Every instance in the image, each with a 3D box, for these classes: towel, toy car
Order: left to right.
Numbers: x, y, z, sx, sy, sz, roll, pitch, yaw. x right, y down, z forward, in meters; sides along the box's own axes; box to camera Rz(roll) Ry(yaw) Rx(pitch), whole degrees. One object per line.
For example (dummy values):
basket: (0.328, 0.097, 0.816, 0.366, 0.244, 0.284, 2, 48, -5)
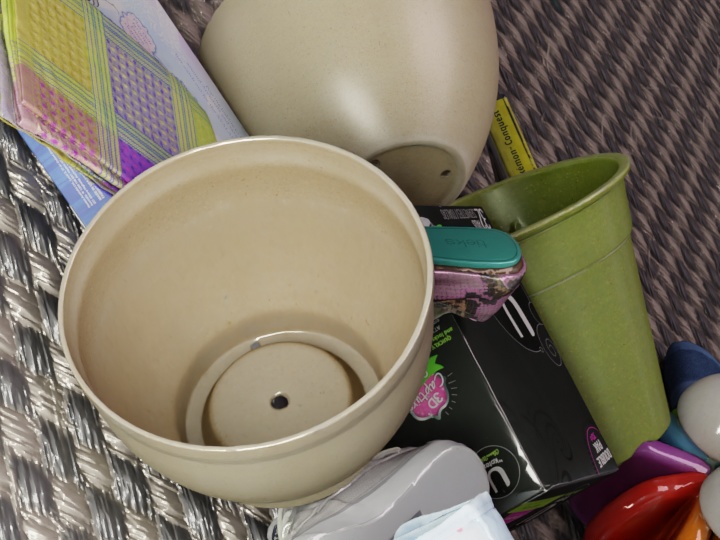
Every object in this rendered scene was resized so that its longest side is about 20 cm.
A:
towel: (-0.145, -0.093, 1.508, 0.200, 0.023, 0.144, 37, 30, -43)
toy car: (0.223, 0.174, 1.933, 0.149, 0.175, 0.200, 13, 39, -17)
towel: (0.308, 0.146, 2.292, 0.112, 0.048, 0.200, 48, 23, -24)

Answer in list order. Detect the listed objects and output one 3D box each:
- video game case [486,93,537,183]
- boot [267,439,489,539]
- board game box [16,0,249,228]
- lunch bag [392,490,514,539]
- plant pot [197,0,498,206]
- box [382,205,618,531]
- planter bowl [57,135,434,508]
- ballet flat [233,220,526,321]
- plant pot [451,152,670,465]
video game case: (0.142, -0.016, 2.070, 0.200, 0.025, 0.181, 70, -2, -64)
boot: (-0.019, 0.159, 1.484, 0.200, 0.095, 0.074, -32, 108, -43)
board game box: (-0.148, -0.104, 1.601, 0.200, 0.043, 0.199, 56, 23, -7)
lunch bag: (0.023, 0.224, 1.309, 0.170, 0.200, 0.127, 58, 21, 1)
plant pot: (0.006, -0.103, 1.725, 0.200, 0.200, 0.135, 34, 30, -48)
box: (0.049, 0.073, 1.689, 0.200, 0.124, 0.148, 63, 22, 11)
planter bowl: (-0.051, 0.046, 1.443, 0.135, 0.200, 0.201, 74, -1, -54)
ballet flat: (0.000, 0.000, 1.560, 0.199, 0.071, 0.069, 10, 31, -22)
plant pot: (0.128, 0.044, 1.866, 0.191, 0.199, 0.200, 68, 19, -10)
